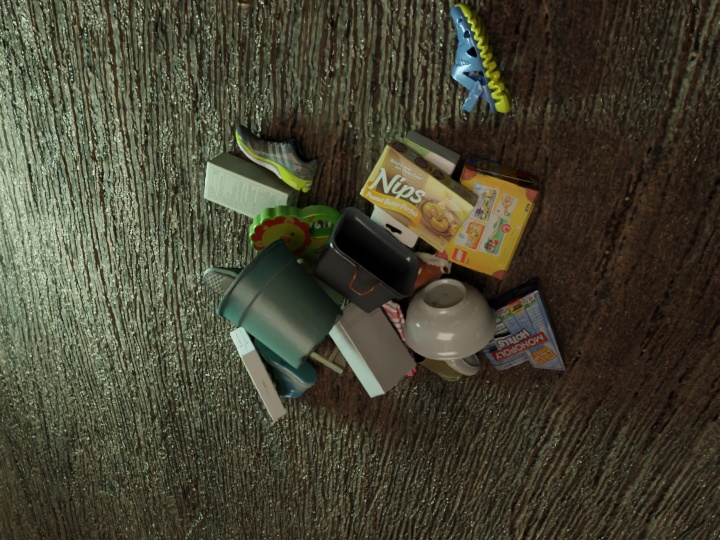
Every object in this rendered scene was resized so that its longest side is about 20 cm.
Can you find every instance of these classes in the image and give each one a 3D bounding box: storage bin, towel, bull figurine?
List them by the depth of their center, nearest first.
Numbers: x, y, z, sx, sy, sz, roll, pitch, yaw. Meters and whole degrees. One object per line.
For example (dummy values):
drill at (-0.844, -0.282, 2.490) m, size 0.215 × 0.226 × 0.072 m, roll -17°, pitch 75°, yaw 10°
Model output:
storage bin at (0.000, 0.000, 1.076) m, size 0.198 × 0.147 × 0.134 m, roll 34°, pitch 136°, yaw -14°
bull figurine at (0.106, -0.001, 1.158) m, size 0.199 × 0.065 × 0.122 m, roll -39°, pitch 98°, yaw 30°
towel at (0.058, 0.141, 1.224) m, size 0.145 × 0.030 × 0.204 m, roll 20°, pitch 134°, yaw 49°

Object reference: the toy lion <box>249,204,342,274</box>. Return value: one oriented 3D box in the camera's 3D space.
toy lion at (-0.132, -0.080, 1.134) m, size 0.197 × 0.070 × 0.191 m, roll -27°, pitch 139°, yaw 22°

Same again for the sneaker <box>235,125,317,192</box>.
sneaker at (-0.174, -0.255, 1.120) m, size 0.198 × 0.074 × 0.082 m, roll 33°, pitch 114°, yaw -8°

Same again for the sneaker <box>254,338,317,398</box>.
sneaker at (-0.220, 0.268, 1.412) m, size 0.199 × 0.080 × 0.131 m, roll 40°, pitch 131°, yaw 6°

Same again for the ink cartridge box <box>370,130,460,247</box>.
ink cartridge box at (0.105, -0.162, 1.067) m, size 0.115 × 0.068 × 0.202 m, roll 28°, pitch 122°, yaw 4°

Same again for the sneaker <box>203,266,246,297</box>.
sneaker at (-0.263, 0.002, 1.227) m, size 0.199 × 0.148 × 0.077 m, roll 19°, pitch 131°, yaw -24°

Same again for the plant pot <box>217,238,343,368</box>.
plant pot at (-0.151, 0.078, 1.061) m, size 0.195 × 0.200 × 0.201 m, roll 41°, pitch 123°, yaw 3°

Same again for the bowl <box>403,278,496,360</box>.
bowl at (0.179, 0.081, 1.090) m, size 0.197 × 0.203 × 0.092 m, roll -2°, pitch 127°, yaw 19°

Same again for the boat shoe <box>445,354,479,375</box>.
boat shoe at (0.210, 0.158, 1.200) m, size 0.201 × 0.070 × 0.071 m, roll 45°, pitch 137°, yaw -4°

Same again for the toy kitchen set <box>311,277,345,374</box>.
toy kitchen set at (-0.070, 0.130, 1.287) m, size 0.161 × 0.182 × 0.200 m, roll 31°, pitch 163°, yaw 4°

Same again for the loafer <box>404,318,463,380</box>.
loafer at (0.164, 0.200, 1.245) m, size 0.199 × 0.068 × 0.076 m, roll 38°, pitch 125°, yaw -2°

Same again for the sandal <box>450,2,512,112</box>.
sandal at (0.196, -0.362, 0.923) m, size 0.086 × 0.080 × 0.203 m, roll -15°, pitch 110°, yaw 29°

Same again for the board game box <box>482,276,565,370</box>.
board game box at (0.354, 0.149, 1.156) m, size 0.198 × 0.062 × 0.201 m, roll -32°, pitch 103°, yaw 30°

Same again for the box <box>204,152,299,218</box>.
box at (-0.242, -0.179, 1.171) m, size 0.196 × 0.078 × 0.096 m, roll 24°, pitch 124°, yaw 5°

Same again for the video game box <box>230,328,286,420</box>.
video game box at (-0.270, 0.265, 1.376) m, size 0.046 × 0.182 × 0.203 m, roll -26°, pitch 111°, yaw -13°

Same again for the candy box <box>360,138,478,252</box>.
candy box at (0.110, -0.142, 0.999) m, size 0.198 × 0.055 × 0.116 m, roll 36°, pitch 123°, yaw 3°

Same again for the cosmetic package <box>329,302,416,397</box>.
cosmetic package at (0.021, 0.165, 1.168) m, size 0.202 × 0.112 × 0.081 m, roll 59°, pitch 149°, yaw 2°

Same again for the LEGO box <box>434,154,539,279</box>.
LEGO box at (0.249, -0.103, 1.044) m, size 0.146 × 0.077 × 0.203 m, roll 20°, pitch 122°, yaw 8°
